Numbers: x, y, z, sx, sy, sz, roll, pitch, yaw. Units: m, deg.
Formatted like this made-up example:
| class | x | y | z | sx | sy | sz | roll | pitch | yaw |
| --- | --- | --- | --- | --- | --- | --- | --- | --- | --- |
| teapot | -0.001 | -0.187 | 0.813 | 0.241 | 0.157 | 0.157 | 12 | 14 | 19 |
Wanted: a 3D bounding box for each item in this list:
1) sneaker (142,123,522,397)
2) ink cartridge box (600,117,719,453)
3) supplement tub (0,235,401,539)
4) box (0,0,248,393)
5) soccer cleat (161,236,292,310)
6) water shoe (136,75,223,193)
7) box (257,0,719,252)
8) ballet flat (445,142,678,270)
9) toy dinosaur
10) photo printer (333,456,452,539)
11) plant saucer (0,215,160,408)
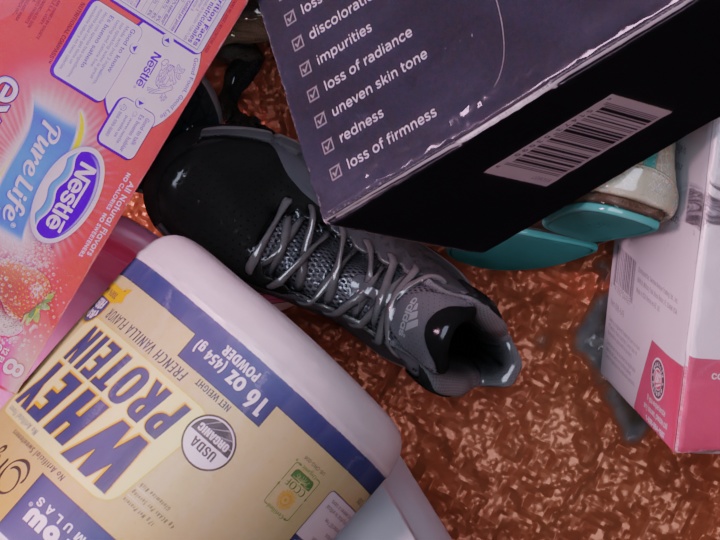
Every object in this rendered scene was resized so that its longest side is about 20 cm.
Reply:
| class | x | y | z | sx | sy | sz | roll | pitch | yaw |
| --- | --- | --- | --- | --- | --- | --- | --- | --- | --- |
| sneaker | 0.000 | 0.000 | 1.148 | 0.199 | 0.115 | 0.075 | 27 | 93 | -30 |
| ink cartridge box | 0.172 | -0.031 | 1.134 | 0.084 | 0.146 | 0.202 | 1 | 102 | -9 |
| supplement tub | -0.094 | 0.102 | 1.054 | 0.144 | 0.144 | 0.200 | 40 | 84 | 7 |
| box | -0.147 | -0.066 | 1.049 | 0.102 | 0.095 | 0.201 | 30 | 91 | -30 |
| soccer cleat | -0.075 | 0.000 | 1.218 | 0.199 | 0.076 | 0.067 | -30 | 83 | 3 |
| water shoe | -0.149 | -0.102 | 1.141 | 0.199 | 0.079 | 0.072 | 29 | 93 | -33 |
| box | 0.063 | -0.142 | 1.034 | 0.199 | 0.124 | 0.198 | -30 | 68 | 31 |
| ballet flat | 0.097 | -0.041 | 1.158 | 0.067 | 0.200 | 0.063 | 15 | 79 | -20 |
| toy dinosaur | -0.078 | -0.114 | 1.243 | 0.198 | 0.048 | 0.089 | 4 | 68 | 9 |
| photo printer | -0.040 | 0.145 | 1.152 | 0.166 | 0.200 | 0.069 | -41 | 118 | 4 |
| plant saucer | -0.151 | 0.068 | 1.152 | 0.199 | 0.051 | 0.202 | 0 | 85 | -2 |
